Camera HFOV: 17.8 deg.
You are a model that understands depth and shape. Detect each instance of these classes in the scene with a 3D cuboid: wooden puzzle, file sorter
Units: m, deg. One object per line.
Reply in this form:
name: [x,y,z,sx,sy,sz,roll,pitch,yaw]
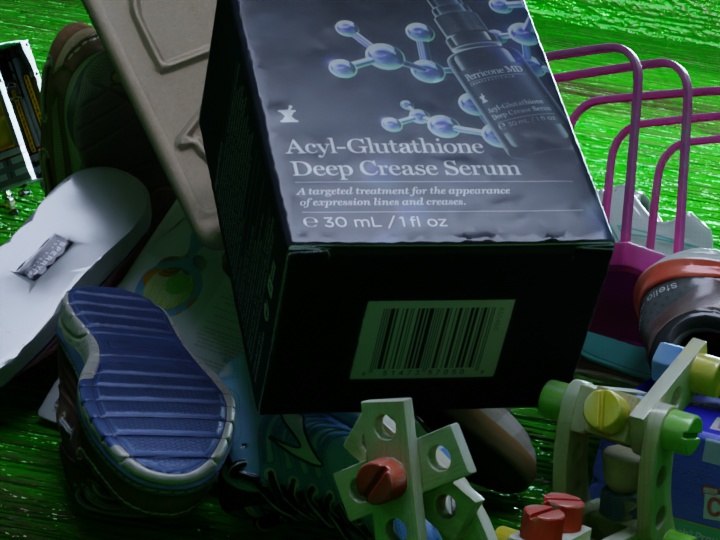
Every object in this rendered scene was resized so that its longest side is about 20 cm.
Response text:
wooden puzzle: [-0.039,-0.116,1.221,0.184,0.046,0.201,-22,68,-17]
file sorter: [0.155,-0.038,1.266,0.138,0.127,0.199,-4,-14,43]

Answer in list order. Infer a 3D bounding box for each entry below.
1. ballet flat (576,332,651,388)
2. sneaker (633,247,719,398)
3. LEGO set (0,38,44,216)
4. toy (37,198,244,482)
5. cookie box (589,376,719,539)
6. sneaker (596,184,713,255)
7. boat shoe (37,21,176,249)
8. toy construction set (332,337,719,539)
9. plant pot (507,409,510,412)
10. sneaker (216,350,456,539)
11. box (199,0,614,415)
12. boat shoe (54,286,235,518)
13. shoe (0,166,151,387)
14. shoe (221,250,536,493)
ballet flat: [0.141,0.044,1.429,0.199,0.068,0.062,24,-9,36]
sneaker: [0.230,0.050,1.126,0.198,0.078,0.082,7,39,5]
LEGO set: [-0.295,-0.081,1.593,0.153,0.117,0.200,-18,2,16]
toy: [-0.067,0.021,1.210,0.114,0.201,0.047,16,-27,27]
cookie box: [0.225,0.101,1.173,0.170,0.076,0.200,14,14,22]
sneaker: [0.167,-0.023,1.618,0.199,0.081,0.070,21,2,38]
boat shoe: [-0.146,-0.053,1.305,0.075,0.201,0.072,-17,44,-28]
toy construction set: [0.078,0.100,0.962,0.199,0.132,0.092,-4,18,-44]
plant pot: [0.000,0.000,1.320,0.199,0.136,0.200,9,13,-2]
sneaker: [-0.018,0.102,1.065,0.090,0.079,0.200,-29,36,-18]
box: [0.014,-0.042,1.066,0.147,0.108,0.201,-1,44,-14]
boat shoe: [-0.104,0.075,1.072,0.072,0.073,0.200,6,19,-14]
shoe: [-0.179,0.035,1.208,0.071,0.091,0.200,27,49,20]
shoe: [0.020,0.037,1.152,0.200,0.054,0.070,42,-25,-16]
